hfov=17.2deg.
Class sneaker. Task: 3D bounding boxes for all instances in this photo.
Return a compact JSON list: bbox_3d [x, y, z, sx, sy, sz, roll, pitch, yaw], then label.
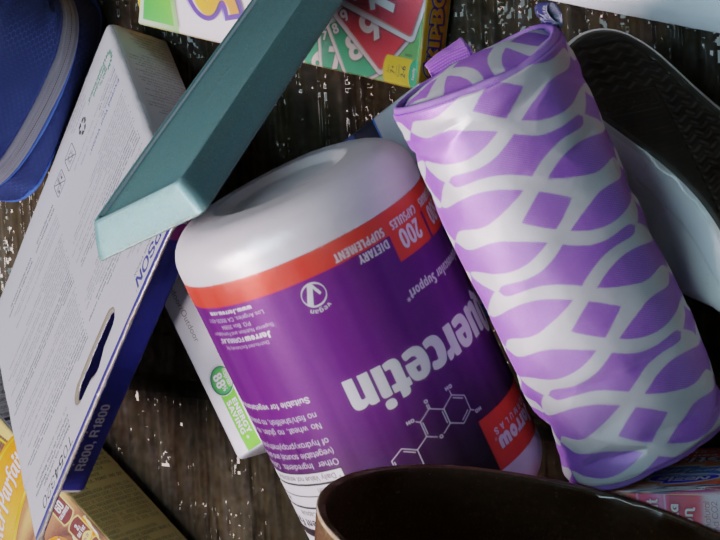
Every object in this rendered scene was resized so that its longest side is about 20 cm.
[{"bbox_3d":[0.157,-0.016,1.043,0.200,0.073,0.085,47,151,17],"label":"sneaker"}]

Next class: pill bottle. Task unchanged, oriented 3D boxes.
[{"bbox_3d":[0.007,0.051,1.047,0.112,0.112,0.200,-16,106,38],"label":"pill bottle"}]

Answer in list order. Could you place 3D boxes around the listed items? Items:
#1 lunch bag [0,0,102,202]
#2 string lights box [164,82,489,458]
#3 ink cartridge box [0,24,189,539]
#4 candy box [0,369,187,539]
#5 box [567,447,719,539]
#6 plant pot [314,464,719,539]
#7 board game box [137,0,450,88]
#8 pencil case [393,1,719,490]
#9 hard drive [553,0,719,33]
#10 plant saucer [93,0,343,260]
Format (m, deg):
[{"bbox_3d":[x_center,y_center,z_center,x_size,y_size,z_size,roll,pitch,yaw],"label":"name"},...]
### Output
[{"bbox_3d":[-0.249,-0.123,1.283,0.200,0.132,0.136,25,90,31],"label":"lunch bag"},{"bbox_3d":[0.000,0.000,1.158,0.200,0.059,0.103,-36,76,36],"label":"string lights box"},{"bbox_3d":[-0.129,0.006,1.211,0.197,0.043,0.200,-64,28,25],"label":"ink cartridge box"},{"bbox_3d":[-0.190,0.135,1.329,0.200,0.055,0.116,44,121,23],"label":"candy box"},{"bbox_3d":[0.153,0.184,1.042,0.095,0.103,0.200,-3,96,38],"label":"box"},{"bbox_3d":[0.057,0.201,0.929,0.187,0.187,0.200,18,104,34],"label":"plant pot"},{"bbox_3d":[-0.040,-0.156,1.187,0.200,0.030,0.096,17,108,37],"label":"board game box"},{"bbox_3d":[0.082,-0.006,1.003,0.200,0.084,0.085,66,165,-12],"label":"pencil case"},{"bbox_3d":[0.150,-0.172,1.035,0.200,0.026,0.132,16,107,35],"label":"hard drive"},{"bbox_3d":[-0.059,-0.081,1.084,0.070,0.200,0.019,-23,115,38],"label":"plant saucer"}]
